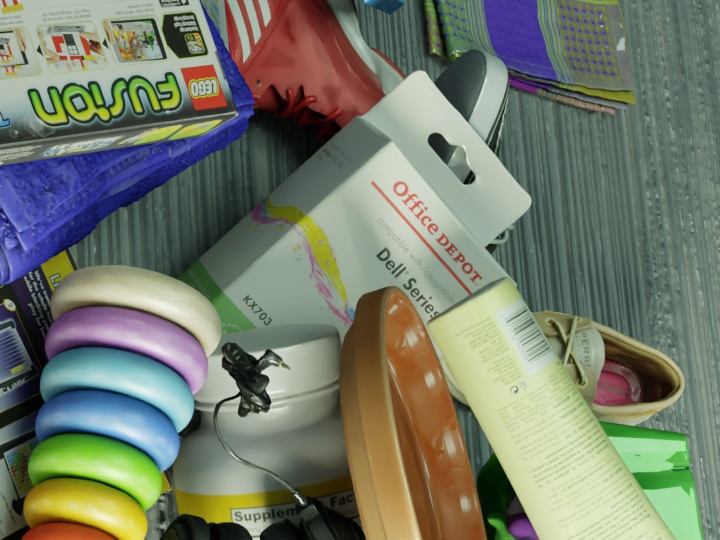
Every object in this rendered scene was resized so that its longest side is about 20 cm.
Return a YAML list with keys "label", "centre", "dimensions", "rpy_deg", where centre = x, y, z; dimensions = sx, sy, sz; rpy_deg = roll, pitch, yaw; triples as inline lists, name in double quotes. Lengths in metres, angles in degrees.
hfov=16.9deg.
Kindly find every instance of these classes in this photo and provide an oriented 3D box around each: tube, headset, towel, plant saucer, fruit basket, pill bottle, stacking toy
- label: "tube"
  centre: [0.103, 0.101, 1.255]
  dimensions: [0.200, 0.058, 0.052]
  rpy_deg: [59, 21, 1]
- label: "headset"
  centre: [-0.050, 0.139, 1.160]
  dimensions: [0.123, 0.094, 0.200]
  rpy_deg: [-7, 113, -12]
- label: "towel"
  centre: [-0.143, -0.098, 1.213]
  dimensions: [0.200, 0.050, 0.148]
  rpy_deg: [-36, 105, -46]
- label: "plant saucer"
  centre: [0.027, 0.108, 1.196]
  dimensions: [0.200, 0.032, 0.200]
  rpy_deg: [-15, 90, -80]
- label: "fruit basket"
  centre: [0.079, 0.172, 1.358]
  dimensions: [0.216, 0.216, 0.156]
  rpy_deg: [10, 67, -45]
- label: "pill bottle"
  centre: [-0.037, 0.132, 1.243]
  dimensions: [0.111, 0.111, 0.200]
  rpy_deg: [-16, 100, -49]
- label: "towel"
  centre: [0.113, -0.190, 1.641]
  dimensions: [0.200, 0.023, 0.144]
  rpy_deg: [12, 66, -44]
- label: "stacking toy"
  centre: [-0.123, 0.102, 1.140]
  dimensions: [0.085, 0.085, 0.200]
  rpy_deg: [30, 58, -36]

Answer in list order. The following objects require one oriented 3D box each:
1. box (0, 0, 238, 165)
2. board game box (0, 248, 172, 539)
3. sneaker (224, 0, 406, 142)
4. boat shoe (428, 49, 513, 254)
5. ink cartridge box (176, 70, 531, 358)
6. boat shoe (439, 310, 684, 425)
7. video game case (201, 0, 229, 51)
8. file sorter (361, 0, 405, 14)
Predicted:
- label: "box"
  centre: [-0.155, -0.109, 1.149]
  dimensions: [0.200, 0.035, 0.110]
  rpy_deg: [-11, 80, -47]
- label: "board game box"
  centre: [-0.199, 0.050, 1.178]
  dimensions: [0.165, 0.057, 0.200]
  rpy_deg: [-26, 93, -51]
- label: "sneaker"
  centre: [-0.035, -0.094, 1.421]
  dimensions: [0.116, 0.078, 0.200]
  rpy_deg: [-37, 98, -34]
- label: "boat shoe"
  centre: [0.052, -0.028, 1.397]
  dimensions: [0.068, 0.074, 0.199]
  rpy_deg: [17, 99, -25]
- label: "ink cartridge box"
  centre: [0.000, 0.000, 1.314]
  dimensions: [0.200, 0.067, 0.117]
  rpy_deg: [-43, 112, 0]
- label: "boat shoe"
  centre: [0.126, 0.055, 1.515]
  dimensions: [0.200, 0.069, 0.074]
  rpy_deg: [13, 64, -44]
- label: "video game case"
  centre: [-0.149, -0.207, 1.299]
  dimensions: [0.182, 0.022, 0.200]
  rpy_deg: [10, 67, -45]
- label: "file sorter"
  centre: [0.003, -0.269, 1.418]
  dimensions: [0.200, 0.123, 0.139]
  rpy_deg: [56, 7, 1]
